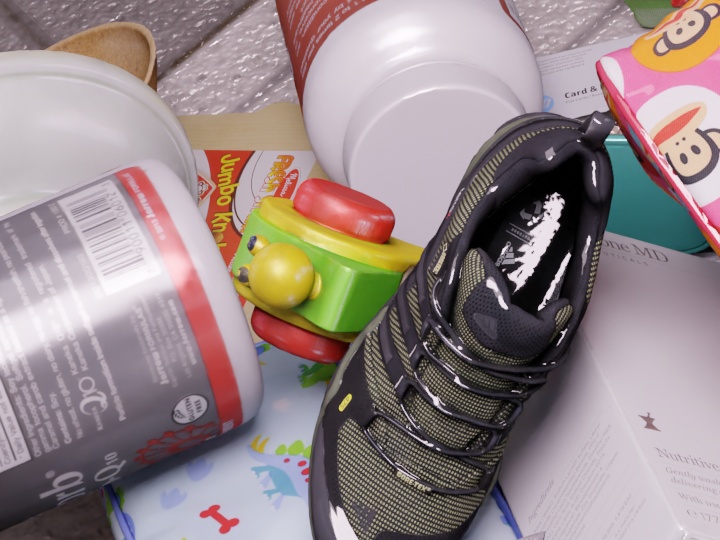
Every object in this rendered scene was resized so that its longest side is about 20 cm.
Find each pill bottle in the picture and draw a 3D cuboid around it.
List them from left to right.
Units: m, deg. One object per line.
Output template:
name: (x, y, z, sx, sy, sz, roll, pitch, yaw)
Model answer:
pill bottle: (-0.148, 0.043, 1.092, 0.199, 0.116, 0.116, -23, 40, -11)
pill bottle: (0.023, -0.096, 1.281, 0.111, 0.113, 0.200, -17, 33, 3)

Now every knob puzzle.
knob puzzle: (-0.063, -0.006, 1.316, 0.218, 0.031, 0.220, -12, 40, 10)

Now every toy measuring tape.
toy measuring tape: (0.000, 0.000, 1.126, 0.073, 0.074, 0.200, 4, 1, 25)

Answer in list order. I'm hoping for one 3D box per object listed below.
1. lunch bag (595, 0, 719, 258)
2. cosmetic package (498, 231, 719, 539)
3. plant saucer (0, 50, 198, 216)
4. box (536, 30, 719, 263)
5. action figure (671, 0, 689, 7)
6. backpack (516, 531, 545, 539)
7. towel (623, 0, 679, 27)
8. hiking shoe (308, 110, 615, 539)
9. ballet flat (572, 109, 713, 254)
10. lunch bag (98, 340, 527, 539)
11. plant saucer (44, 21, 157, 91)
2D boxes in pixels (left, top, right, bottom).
lunch bag: (0.174, -0.009, 1.027, 0.082, 0.200, 0.177, -35, 70, 8)
cosmetic package: (0.118, 0.073, 1.079, 0.112, 0.081, 0.201, 13, 33, -28)
plant saucer: (-0.155, 0.000, 1.174, 0.199, 0.201, 0.050, -26, 49, -7)
box: (0.150, -0.038, 1.258, 0.155, 0.041, 0.201, -13, 41, 7)
action figure: (0.245, -0.116, 1.255, 0.199, 0.052, 0.066, 17, 85, -3)
backpack: (0.048, 0.186, 0.952, 0.199, 0.183, 0.135, -3, 33, 36)
towel: (0.205, -0.162, 1.294, 0.199, 0.149, 0.031, 3, 63, 25)
hiking shoe: (0.035, 0.029, 1.017, 0.075, 0.101, 0.201, 24, 86, 0)
ballet flat: (0.161, -0.042, 1.184, 0.198, 0.068, 0.069, 7, 35, 13)
lunch bag: (-0.016, 0.110, 1.131, 0.160, 0.083, 0.200, -20, 41, -5)
plant saucer: (-0.169, -0.041, 1.356, 0.200, 0.035, 0.201, -32, 27, 19)
